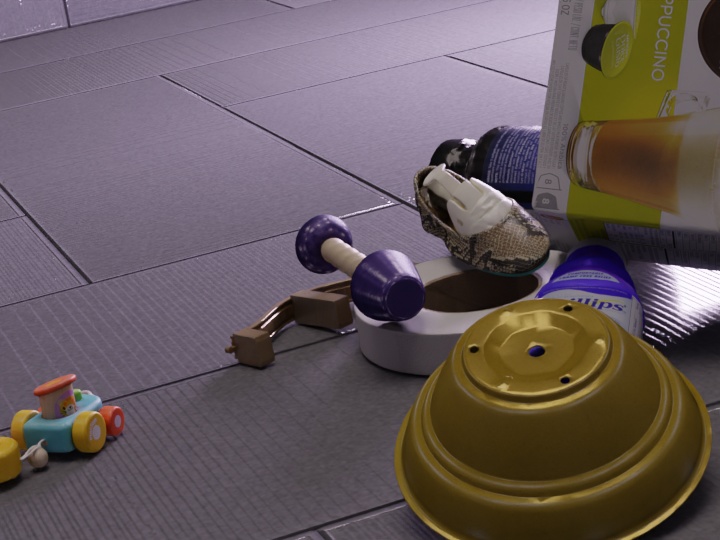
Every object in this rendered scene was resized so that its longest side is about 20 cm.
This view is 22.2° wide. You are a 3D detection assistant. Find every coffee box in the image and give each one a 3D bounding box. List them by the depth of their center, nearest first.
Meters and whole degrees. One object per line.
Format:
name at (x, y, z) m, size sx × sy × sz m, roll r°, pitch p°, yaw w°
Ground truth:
coffee box at (0.249, -0.114, 1.407) m, size 0.197 × 0.201 × 0.200 m, roll 7°, pitch -7°, yaw 12°

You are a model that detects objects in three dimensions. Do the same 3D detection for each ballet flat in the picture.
ballet flat at (0.089, -0.049, 1.531) m, size 0.068 × 0.075 × 0.200 m, roll -36°, pitch 23°, yaw -8°

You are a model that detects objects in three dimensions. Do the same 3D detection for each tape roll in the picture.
tape roll at (0.096, 0.030, 1.465) m, size 0.202 × 0.037 × 0.203 m, roll -8°, pitch 17°, yaw 2°

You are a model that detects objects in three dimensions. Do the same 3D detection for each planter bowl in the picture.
planter bowl at (0.112, 0.076, 1.125) m, size 0.199 × 0.084 × 0.201 m, roll -8°, pitch 38°, yaw 6°

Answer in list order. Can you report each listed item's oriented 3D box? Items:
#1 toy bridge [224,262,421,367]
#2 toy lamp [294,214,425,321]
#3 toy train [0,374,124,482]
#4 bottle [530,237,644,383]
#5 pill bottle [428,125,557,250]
toy bridge at (-0.035, 0.033, 1.541) m, size 0.199 × 0.027 × 0.067 m, roll -23°, pitch 19°, yaw -36°
toy lamp at (0.000, 0.000, 1.461) m, size 0.058 × 0.059 × 0.200 m, roll -15°, pitch 15°, yaw -17°
toy train at (-0.280, 0.113, 1.370) m, size 0.199 × 0.056 × 0.150 m, roll -17°, pitch 19°, yaw -23°
bottle at (0.161, 0.041, 1.308) m, size 0.083 × 0.066 × 0.200 m, roll 1°, pitch 27°, yaw 12°
pill bottle at (0.163, -0.074, 1.635) m, size 0.199 × 0.112 × 0.112 m, roll 4°, pitch 21°, yaw 35°
